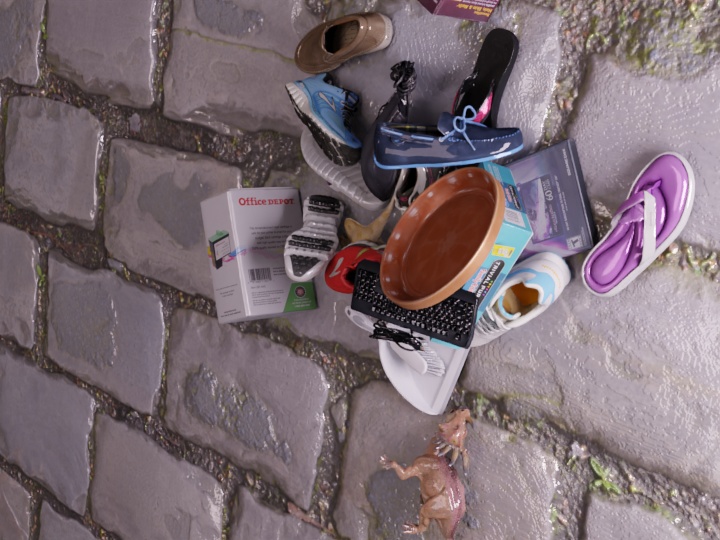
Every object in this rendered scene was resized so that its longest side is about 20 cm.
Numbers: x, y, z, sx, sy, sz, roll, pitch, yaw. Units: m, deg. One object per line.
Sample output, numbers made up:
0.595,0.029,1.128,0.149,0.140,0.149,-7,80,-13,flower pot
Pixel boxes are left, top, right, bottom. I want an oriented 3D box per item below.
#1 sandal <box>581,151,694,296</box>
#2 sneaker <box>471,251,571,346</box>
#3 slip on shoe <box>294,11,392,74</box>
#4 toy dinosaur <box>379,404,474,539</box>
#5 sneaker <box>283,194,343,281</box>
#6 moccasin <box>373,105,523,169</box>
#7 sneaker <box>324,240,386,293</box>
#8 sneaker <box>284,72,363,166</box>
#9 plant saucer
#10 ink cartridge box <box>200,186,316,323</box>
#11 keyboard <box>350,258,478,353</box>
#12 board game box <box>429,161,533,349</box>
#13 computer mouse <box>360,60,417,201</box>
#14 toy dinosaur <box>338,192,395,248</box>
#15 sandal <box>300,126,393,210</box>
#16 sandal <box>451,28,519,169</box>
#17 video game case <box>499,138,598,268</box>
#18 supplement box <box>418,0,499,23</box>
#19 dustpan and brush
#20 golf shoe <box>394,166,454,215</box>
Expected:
0.328,-0.048,1.391,0.082,0.050,0.203,44,121,31,sandal
0.183,0.046,1.531,0.077,0.081,0.200,49,132,0,sneaker
-0.040,-0.343,1.754,0.200,0.060,0.076,-3,90,46,slip on shoe
0.117,0.302,1.639,0.135,0.086,0.201,-18,86,39,toy dinosaur
-0.069,-0.034,1.748,0.075,0.200,0.081,14,124,5,sneaker
0.111,-0.174,1.528,0.199,0.080,0.068,-5,106,10,moccasin
0.000,0.000,1.633,0.200,0.085,0.077,-9,98,54,sneaker
-0.039,-0.237,1.738,0.200,0.090,0.078,57,174,39,sneaker
0.105,-0.038,1.456,0.200,0.032,0.201,-37,34,30,plant saucer
-0.162,-0.025,1.850,0.084,0.145,0.201,-14,83,46,ink cartridge box
0.059,0.056,1.505,0.200,0.040,0.104,17,109,40,keyboard
0.145,-0.021,1.526,0.151,0.047,0.200,-97,30,-53,board game box
0.034,-0.197,1.647,0.139,0.053,0.201,-97,18,-72,computer mouse
0.012,-0.037,1.701,0.101,0.058,0.200,57,153,0,toy dinosaur
-0.024,-0.152,1.761,0.203,0.082,0.050,51,170,32,sandal
0.155,-0.230,1.572,0.075,0.045,0.201,33,116,38,sandal
0.217,-0.075,1.542,0.200,0.019,0.143,-19,80,45,video game case
0.154,-0.430,1.508,0.086,0.110,0.200,53,128,30,supplement box
0.056,0.105,1.695,0.200,0.057,0.140,39,121,37,dustpan and brush
0.080,-0.081,1.636,0.077,0.088,0.201,6,99,44,golf shoe
